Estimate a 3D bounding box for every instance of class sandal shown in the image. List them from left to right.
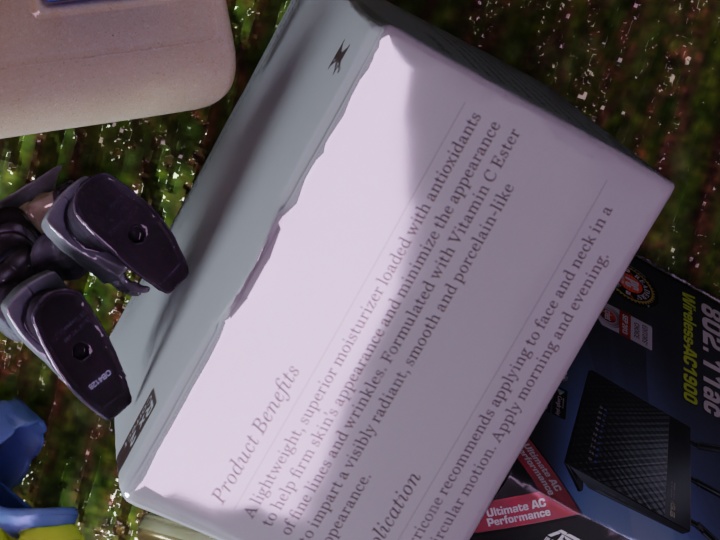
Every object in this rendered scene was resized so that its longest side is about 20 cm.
[{"bbox_3d":[-0.222,0.104,0.931,0.199,0.079,0.088,0,81,6],"label":"sandal"}]

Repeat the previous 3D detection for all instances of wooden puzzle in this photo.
[{"bbox_3d":[-0.144,-0.153,0.769,0.184,0.046,0.201,-11,96,-24],"label":"wooden puzzle"}]

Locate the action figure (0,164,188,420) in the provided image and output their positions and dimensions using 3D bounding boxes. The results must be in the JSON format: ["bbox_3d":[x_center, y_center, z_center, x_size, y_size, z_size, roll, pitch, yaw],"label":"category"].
[{"bbox_3d":[-0.140,0.008,0.827,0.069,0.200,0.130,44,74,-21],"label":"action figure"}]

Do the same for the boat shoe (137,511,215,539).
[{"bbox_3d":[-0.005,0.125,0.939,0.199,0.063,0.073,7,157,2],"label":"boat shoe"}]

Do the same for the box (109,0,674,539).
[{"bbox_3d":[0.000,0.000,0.793,0.130,0.200,0.200,27,100,-15],"label":"box"}]

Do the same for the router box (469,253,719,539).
[{"bbox_3d":[0.118,0.077,0.836,0.149,0.200,0.062,28,124,-11],"label":"router box"}]
